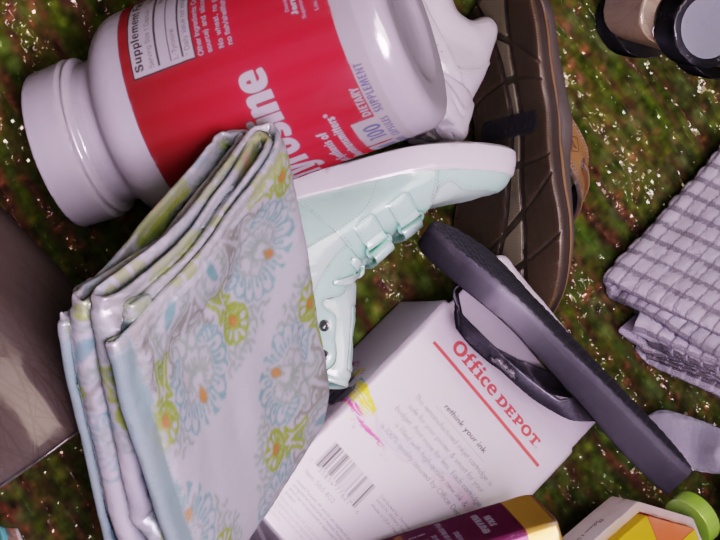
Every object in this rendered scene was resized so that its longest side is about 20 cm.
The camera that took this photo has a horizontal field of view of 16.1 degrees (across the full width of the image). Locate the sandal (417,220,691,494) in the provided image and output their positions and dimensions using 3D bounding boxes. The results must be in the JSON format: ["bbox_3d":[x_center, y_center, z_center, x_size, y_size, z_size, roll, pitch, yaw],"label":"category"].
[{"bbox_3d":[0.099,0.054,1.355,0.043,0.076,0.200,-42,106,7],"label":"sandal"}]

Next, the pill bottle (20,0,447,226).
[{"bbox_3d":[-0.066,-0.094,1.298,0.200,0.112,0.112,-19,98,14],"label":"pill bottle"}]

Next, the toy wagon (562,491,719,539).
[{"bbox_3d":[0.160,0.225,1.416,0.155,0.040,0.200,-36,114,-30],"label":"toy wagon"}]

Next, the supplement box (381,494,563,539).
[{"bbox_3d":[0.018,0.208,1.290,0.200,0.103,0.131,-16,94,-4],"label":"supplement box"}]

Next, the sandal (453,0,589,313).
[{"bbox_3d":[0.095,-0.062,1.436,0.055,0.082,0.200,5,79,-44],"label":"sandal"}]

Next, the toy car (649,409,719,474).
[{"bbox_3d":[0.263,0.130,1.480,0.200,0.158,0.165,-5,99,3],"label":"toy car"}]

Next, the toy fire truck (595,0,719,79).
[{"bbox_3d":[0.238,-0.206,1.478,0.176,0.129,0.200,13,94,-22],"label":"toy fire truck"}]

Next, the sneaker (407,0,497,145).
[{"bbox_3d":[-0.008,-0.157,1.393,0.200,0.078,0.099,38,65,-23],"label":"sneaker"}]

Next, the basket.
[{"bbox_3d":[-0.229,0.016,1.254,0.180,0.136,0.200,-33,95,23],"label":"basket"}]

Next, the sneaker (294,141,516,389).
[{"bbox_3d":[0.000,0.000,1.382,0.200,0.074,0.118,-15,88,-13],"label":"sneaker"}]

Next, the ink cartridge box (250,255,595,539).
[{"bbox_3d":[0.031,0.097,1.397,0.200,0.068,0.115,-44,105,-18],"label":"ink cartridge box"}]

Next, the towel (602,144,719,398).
[{"bbox_3d":[0.254,0.006,1.432,0.166,0.200,0.086,-47,127,-13],"label":"towel"}]

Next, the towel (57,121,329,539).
[{"bbox_3d":[-0.072,0.050,1.231,0.171,0.048,0.200,-51,144,-44],"label":"towel"}]

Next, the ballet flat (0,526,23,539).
[{"bbox_3d":[-0.209,0.227,1.304,0.072,0.072,0.200,25,82,-20],"label":"ballet flat"}]
